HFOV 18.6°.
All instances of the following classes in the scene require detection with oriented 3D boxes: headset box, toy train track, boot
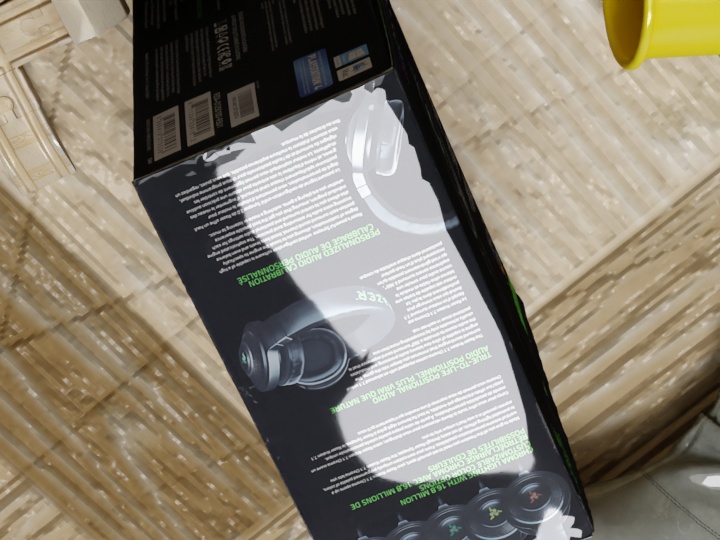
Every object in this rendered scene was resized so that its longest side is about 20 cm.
[{"bbox_3d":[0.000,0.000,0.779,0.092,0.174,0.200,-22,115,5],"label":"headset box"},{"bbox_3d":[-0.179,-0.060,0.800,0.199,0.033,0.115,-24,108,9],"label":"toy train track"},{"bbox_3d":[0.137,0.078,0.904,0.199,0.068,0.131,15,109,-22],"label":"boot"}]

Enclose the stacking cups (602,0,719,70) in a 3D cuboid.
[{"bbox_3d":[0.192,-0.111,0.822,0.199,0.061,0.061,-5,116,-11],"label":"stacking cups"}]
